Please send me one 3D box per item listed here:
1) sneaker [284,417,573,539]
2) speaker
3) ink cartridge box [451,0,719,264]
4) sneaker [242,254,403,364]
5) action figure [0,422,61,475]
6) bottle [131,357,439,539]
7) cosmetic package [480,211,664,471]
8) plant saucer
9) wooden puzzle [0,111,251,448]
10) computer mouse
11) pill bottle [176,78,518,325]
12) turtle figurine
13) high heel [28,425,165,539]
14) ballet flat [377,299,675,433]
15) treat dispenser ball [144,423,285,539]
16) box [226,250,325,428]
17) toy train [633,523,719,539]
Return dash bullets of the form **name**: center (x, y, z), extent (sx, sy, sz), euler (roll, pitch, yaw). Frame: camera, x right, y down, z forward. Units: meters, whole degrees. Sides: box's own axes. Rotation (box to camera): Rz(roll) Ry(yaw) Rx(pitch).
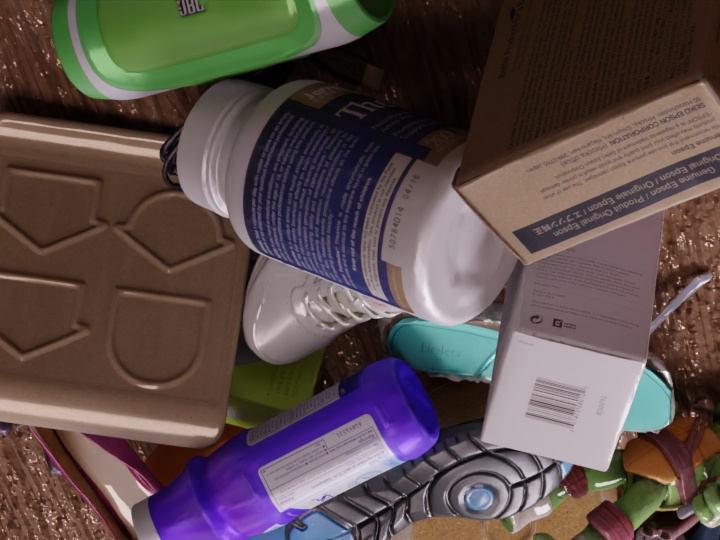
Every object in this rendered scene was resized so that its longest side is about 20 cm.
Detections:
- **sneaker**: center (0.043, 0.127, 1.628), extent (0.199, 0.082, 0.073), euler (-18, 118, 9)
- **speaker**: center (-0.083, -0.160, 1.487), extent (0.199, 0.089, 0.089), euler (-12, 131, 26)
- **ink cartridge box**: center (0.151, -0.116, 1.384), extent (0.164, 0.200, 0.075), euler (-23, 124, 34)
- **sneaker**: center (0.000, 0.000, 1.555), extent (0.078, 0.099, 0.200), euler (37, 114, -25)
- **action figure**: center (-0.182, 0.075, 1.763), extent (0.130, 0.070, 0.200), euler (25, 143, -29)
- **bottle**: center (-0.049, 0.125, 1.573), extent (0.200, 0.084, 0.065), euler (-28, 87, 10)
- **cosmetic package**: center (0.133, 0.008, 1.517), extent (0.085, 0.200, 0.108), euler (14, 137, 1)
- **plant saucer**: center (0.096, 0.172, 1.713), extent (0.200, 0.201, 0.035), euler (35, 171, -20)
- **wooden puzzle**: center (-0.167, 0.008, 1.614), extent (0.185, 0.201, 0.046), euler (8, 165, -1)
- **computer mouse**: center (-0.016, -0.076, 1.593), extent (0.200, 0.046, 0.141), euler (29, 116, -20)
- **pill bottle**: center (-0.008, -0.049, 1.468), extent (0.200, 0.111, 0.111), euler (21, 144, 33)
- **turtle figurine**: center (0.185, 0.113, 1.642), extent (0.144, 0.194, 0.200), euler (58, 167, 7)
- **high heel**: center (-0.156, 0.158, 1.645), extent (0.067, 0.200, 0.096), euler (-35, 160, 27)
- **ballet flat**: center (0.111, 0.046, 1.601), extent (0.199, 0.072, 0.072), euler (17, 137, 0)
- **treat dispenser ball**: center (-0.072, 0.195, 1.765), extent (0.200, 0.201, 0.201), euler (8, 137, 7)
- **box**: center (-0.121, 0.032, 1.666), extent (0.199, 0.122, 0.048), euler (15, 149, 0)
- **toy train**: center (0.212, 0.255, 1.839), extent (0.114, 0.087, 0.200), euler (27, 136, -5)
